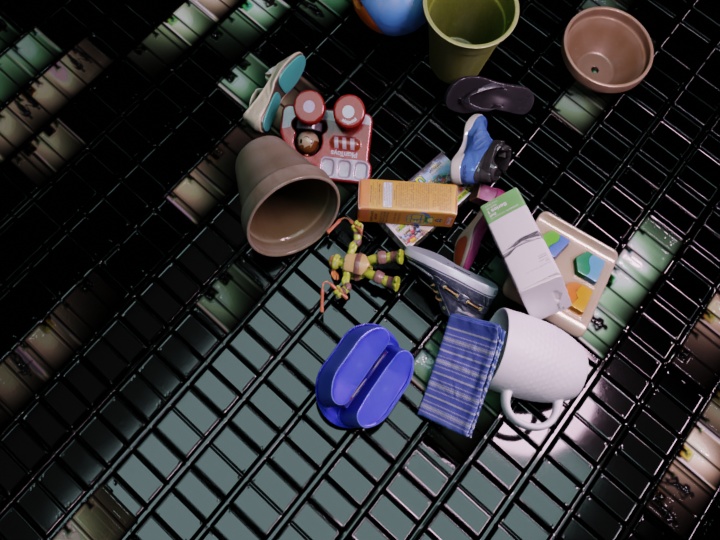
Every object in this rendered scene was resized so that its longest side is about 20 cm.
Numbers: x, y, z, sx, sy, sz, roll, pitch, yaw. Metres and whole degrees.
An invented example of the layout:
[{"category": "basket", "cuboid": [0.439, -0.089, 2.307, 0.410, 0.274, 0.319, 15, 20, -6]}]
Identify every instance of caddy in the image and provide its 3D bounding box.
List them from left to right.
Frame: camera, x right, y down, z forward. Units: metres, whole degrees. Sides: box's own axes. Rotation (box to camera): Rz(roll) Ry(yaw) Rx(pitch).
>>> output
[{"category": "caddy", "cuboid": [0.006, 0.193, 1.318, 0.141, 0.105, 0.201, 43, 72, -14]}]

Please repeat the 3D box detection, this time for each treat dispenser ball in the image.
[{"category": "treat dispenser ball", "cuboid": [0.074, -0.610, 1.541, 0.195, 0.202, 0.207, 1, 71, -3]}]

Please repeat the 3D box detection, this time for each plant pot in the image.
[{"category": "plant pot", "cuboid": [-0.161, -0.161, 1.394, 0.196, 0.202, 0.175, -25, 58, -11]}, {"category": "plant pot", "cuboid": [0.214, -0.498, 1.515, 0.194, 0.191, 0.206, 1, 71, -3]}, {"category": "plant pot", "cuboid": [0.527, -0.464, 1.573, 0.195, 0.093, 0.207, 1, 72, -4]}]

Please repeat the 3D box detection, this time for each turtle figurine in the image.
[{"category": "turtle figurine", "cuboid": [0.000, 0.000, 1.399, 0.157, 0.065, 0.205, 8, 67, 13]}]

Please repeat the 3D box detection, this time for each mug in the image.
[{"category": "mug", "cuboid": [0.315, 0.189, 1.310, 0.171, 0.148, 0.205, 17, 65, -7]}]

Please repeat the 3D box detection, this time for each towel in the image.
[{"category": "towel", "cuboid": [0.179, 0.184, 1.300, 0.024, 0.143, 0.205, 23, 84, -36]}]

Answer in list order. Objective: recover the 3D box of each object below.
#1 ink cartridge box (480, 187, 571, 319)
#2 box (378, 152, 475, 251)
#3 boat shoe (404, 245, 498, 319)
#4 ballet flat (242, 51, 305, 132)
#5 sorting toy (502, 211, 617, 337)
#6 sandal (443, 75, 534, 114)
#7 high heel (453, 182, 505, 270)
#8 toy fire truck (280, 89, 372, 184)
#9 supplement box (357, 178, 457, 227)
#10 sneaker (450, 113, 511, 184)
[{"category": "ink cartridge box", "cuboid": [0.310, -0.027, 1.348, 0.083, 0.146, 0.204, -25, 55, 12]}, {"category": "box", "cuboid": [0.131, -0.138, 1.471, 0.199, 0.035, 0.110, -41, 78, -15]}, {"category": "boat shoe", "cuboid": [0.160, 0.031, 1.387, 0.197, 0.071, 0.093, 28, 105, 14]}, {"category": "ballet flat", "cuboid": [-0.187, -0.387, 1.525, 0.068, 0.070, 0.203, 26, 72, 6]}, {"category": "sorting toy", "cuboid": [0.403, 0.002, 1.438, 0.182, 0.037, 0.203, 30, 72, 7]}, {"category": "sandal", "cuboid": [0.276, -0.371, 1.533, 0.194, 0.078, 0.043, 0, 28, -3]}, {"category": "high heel", "cuboid": [0.251, -0.072, 1.447, 0.094, 0.067, 0.205, 21, 82, -20]}, {"category": "toy fire truck", "cuboid": [-0.069, -0.267, 1.474, 0.194, 0.112, 0.173, 6, 89, 0]}, {"category": "supplement box", "cuboid": [0.091, -0.132, 1.413, 0.194, 0.067, 0.071, 1, 71, -2]}, {"category": "sneaker", "cuboid": [0.258, -0.246, 1.458, 0.108, 0.078, 0.202, 5, 43, 23]}]
